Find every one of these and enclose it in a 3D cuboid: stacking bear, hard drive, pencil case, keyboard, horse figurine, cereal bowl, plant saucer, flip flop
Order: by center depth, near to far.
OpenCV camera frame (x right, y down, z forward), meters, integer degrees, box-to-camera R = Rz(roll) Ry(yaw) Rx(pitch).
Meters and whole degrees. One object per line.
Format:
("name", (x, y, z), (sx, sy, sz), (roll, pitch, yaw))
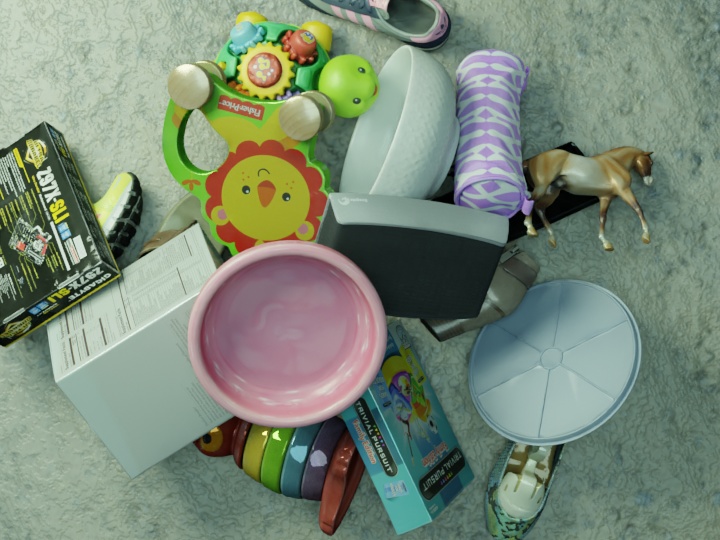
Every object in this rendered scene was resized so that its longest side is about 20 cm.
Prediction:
("plant saucer", (-0.074, 0.060, 1.451), (0.199, 0.051, 0.201), (-2, 113, -6))
("hard drive", (0.049, -0.009, 1.507), (0.199, 0.042, 0.135), (7, 124, -17))
("cereal bowl", (0.050, -0.135, 1.556), (0.083, 0.200, 0.201), (19, 90, -15))
("pencil case", (0.144, -0.147, 1.564), (0.085, 0.084, 0.201), (2, 57, 1))
("horse figurine", (0.237, -0.087, 1.584), (0.199, 0.050, 0.133), (2, 64, -6))
("stacking bear", (-0.097, 0.191, 1.596), (0.199, 0.114, 0.122), (19, 116, 11))
("keyboard", (0.167, -0.086, 1.618), (0.199, 0.040, 0.104), (-22, 82, -18))
("flip flop", (-0.223, -0.006, 1.621), (0.200, 0.058, 0.081), (-44, 89, 1))

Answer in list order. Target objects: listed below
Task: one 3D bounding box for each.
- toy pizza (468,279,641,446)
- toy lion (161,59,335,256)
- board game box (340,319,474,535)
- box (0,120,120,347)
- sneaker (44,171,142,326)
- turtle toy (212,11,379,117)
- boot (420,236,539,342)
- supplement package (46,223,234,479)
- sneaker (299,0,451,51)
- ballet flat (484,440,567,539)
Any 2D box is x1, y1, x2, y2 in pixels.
("toy pizza", (0.214, 0.102, 1.585), (0.199, 0.032, 0.201), (-14, 56, 22))
("toy lion", (-0.119, -0.108, 1.532), (0.199, 0.069, 0.193), (17, 105, 8))
("board game box", (0.042, 0.166, 1.569), (0.047, 0.151, 0.201), (-26, 90, 25))
("box", (-0.368, -0.040, 1.578), (0.159, 0.049, 0.201), (-31, 64, 7))
("sneaker", (-0.319, -0.031, 1.615), (0.090, 0.078, 0.200), (32, 87, 10))
("turtle toy", (-0.076, -0.212, 1.592), (0.199, 0.101, 0.147), (8, 90, 6))
("boot", (0.097, -0.022, 1.619), (0.146, 0.070, 0.200), (-39, 84, -9))
("supplement package", (-0.210, 0.084, 1.549), (0.199, 0.151, 0.152), (-32, 120, 0))
("sneaker", (0.009, -0.308, 1.606), (0.199, 0.082, 0.070), (20, 90, 1))
("ballet flat", (0.191, 0.213, 1.611), (0.074, 0.074, 0.201), (18, 90, 1))
